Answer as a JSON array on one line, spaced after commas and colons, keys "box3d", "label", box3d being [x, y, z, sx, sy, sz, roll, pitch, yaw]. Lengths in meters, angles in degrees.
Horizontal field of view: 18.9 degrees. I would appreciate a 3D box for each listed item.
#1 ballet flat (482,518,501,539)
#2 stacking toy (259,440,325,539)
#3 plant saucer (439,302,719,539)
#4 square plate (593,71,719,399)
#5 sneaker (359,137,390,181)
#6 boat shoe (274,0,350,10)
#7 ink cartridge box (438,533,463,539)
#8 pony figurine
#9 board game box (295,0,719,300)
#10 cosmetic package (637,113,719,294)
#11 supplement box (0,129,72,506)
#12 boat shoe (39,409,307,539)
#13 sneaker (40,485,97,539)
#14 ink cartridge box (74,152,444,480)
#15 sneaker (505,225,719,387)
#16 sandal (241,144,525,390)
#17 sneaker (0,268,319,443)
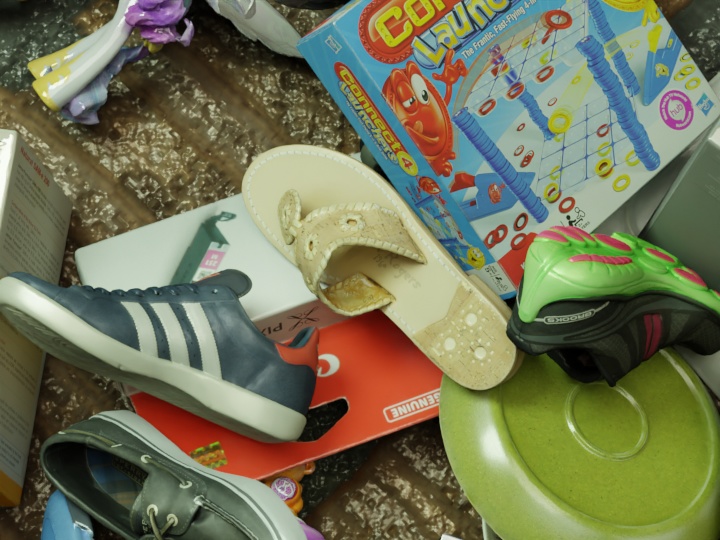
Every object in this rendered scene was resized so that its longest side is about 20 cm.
[{"box3d": [0.118, 0.186, 1.316, 0.071, 0.069, 0.201, -29, 67, 17], "label": "ballet flat"}, {"box3d": [-0.054, 0.186, 1.292, 0.115, 0.110, 0.201, 2, 58, 6], "label": "stacking toy"}, {"box3d": [0.144, 0.096, 1.318, 0.198, 0.031, 0.201, 12, 54, -17], "label": "plant saucer"}, {"box3d": [0.263, -0.028, 1.406, 0.200, 0.028, 0.198, -40, 80, -14], "label": "square plate"}, {"box3d": [0.067, -0.133, 1.393, 0.199, 0.076, 0.115, -28, 73, -22], "label": "sneaker"}, {"box3d": [-0.015, -0.203, 1.366, 0.066, 0.201, 0.072, -28, 95, 19], "label": "boat shoe"}, {"box3d": [0.034, 0.262, 1.267, 0.044, 0.094, 0.201, 17, 73, 1], "label": "ink cartridge box"}, {"box3d": [-0.133, -0.187, 1.373, 0.200, 0.167, 0.193, -39, 72, 2], "label": "pony figurine"}, {"box3d": [0.095, -0.117, 1.320, 0.200, 0.056, 0.196, -40, 101, -24], "label": "board game box"}, {"box3d": [0.244, -0.046, 1.292, 0.106, 0.200, 0.090, 35, 76, 4], "label": "cosmetic package"}, {"box3d": [-0.237, 0.028, 1.296, 0.073, 0.126, 0.202, 4, 72, 10], "label": "supplement box"}, {"box3d": [-0.109, 0.140, 1.239, 0.056, 0.069, 0.199, -11, 27, -42], "label": "boat shoe"}, {"box3d": [-0.181, 0.227, 1.277, 0.078, 0.066, 0.202, -7, 74, -3], "label": "sneaker"}, {"box3d": [-0.056, 0.034, 1.334, 0.199, 0.044, 0.174, -19, 59, -10], "label": "ink cartridge box"}, {"box3d": [0.152, 0.026, 1.300, 0.077, 0.199, 0.084, 43, 111, 40], "label": "sneaker"}, {"box3d": [0.003, -0.005, 1.276, 0.211, 0.070, 0.078, 39, 108, 16], "label": "sandal"}, {"box3d": [-0.113, 0.028, 1.267, 0.199, 0.075, 0.085, 25, 77, -20], "label": "sneaker"}]
